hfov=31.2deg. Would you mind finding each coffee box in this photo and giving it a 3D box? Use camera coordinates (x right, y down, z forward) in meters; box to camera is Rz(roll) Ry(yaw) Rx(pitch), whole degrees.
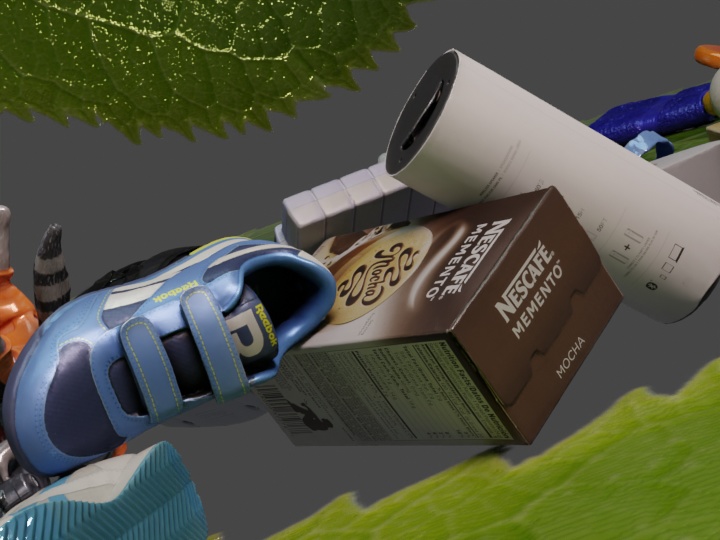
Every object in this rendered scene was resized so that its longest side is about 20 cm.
[{"bbox_3d":[0.031,0.032,0.720,0.199,0.080,0.113,-11,32,50],"label":"coffee box"}]

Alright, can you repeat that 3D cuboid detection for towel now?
[{"bbox_3d":[0.416,-0.219,1.814,0.198,0.050,0.147,-14,8,36],"label":"towel"}]

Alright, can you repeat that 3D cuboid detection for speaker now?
[{"bbox_3d":[0.114,-0.046,0.745,0.082,0.198,0.082,-55,18,28],"label":"speaker"}]

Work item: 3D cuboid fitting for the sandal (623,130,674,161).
[{"bbox_3d":[0.206,-0.063,1.074,0.079,0.088,0.199,-26,8,-37],"label":"sandal"}]

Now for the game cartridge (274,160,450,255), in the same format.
[{"bbox_3d":[0.000,0.000,0.894,0.128,0.039,0.201,-18,-32,-17],"label":"game cartridge"}]

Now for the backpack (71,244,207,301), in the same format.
[{"bbox_3d":[-0.153,0.044,1.058,0.161,0.156,0.200,-14,-13,15],"label":"backpack"}]

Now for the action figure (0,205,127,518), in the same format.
[{"bbox_3d":[-0.179,0.078,0.736,0.104,0.195,0.200,-25,40,-8],"label":"action figure"}]

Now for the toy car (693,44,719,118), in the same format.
[{"bbox_3d":[0.499,-0.265,1.545,0.198,0.152,0.175,-16,8,22],"label":"toy car"}]

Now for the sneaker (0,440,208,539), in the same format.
[{"bbox_3d":[-0.136,0.137,0.567,0.080,0.077,0.200,-24,-1,14],"label":"sneaker"}]

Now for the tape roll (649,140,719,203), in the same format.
[{"bbox_3d":[0.170,-0.027,0.909,0.198,0.067,0.200,-21,1,1],"label":"tape roll"}]

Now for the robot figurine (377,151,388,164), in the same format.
[{"bbox_3d":[0.120,-0.149,1.797,0.198,0.115,0.169,-14,-20,30],"label":"robot figurine"}]

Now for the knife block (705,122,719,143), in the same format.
[{"bbox_3d":[0.322,-0.084,1.011,0.174,0.065,0.199,-24,9,-37],"label":"knife block"}]

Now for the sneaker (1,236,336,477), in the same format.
[{"bbox_3d":[-0.093,0.037,0.659,0.082,0.075,0.199,4,30,43],"label":"sneaker"}]

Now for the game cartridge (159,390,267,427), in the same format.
[{"bbox_3d":[-0.132,0.068,0.860,0.132,0.041,0.199,26,-22,-22],"label":"game cartridge"}]
